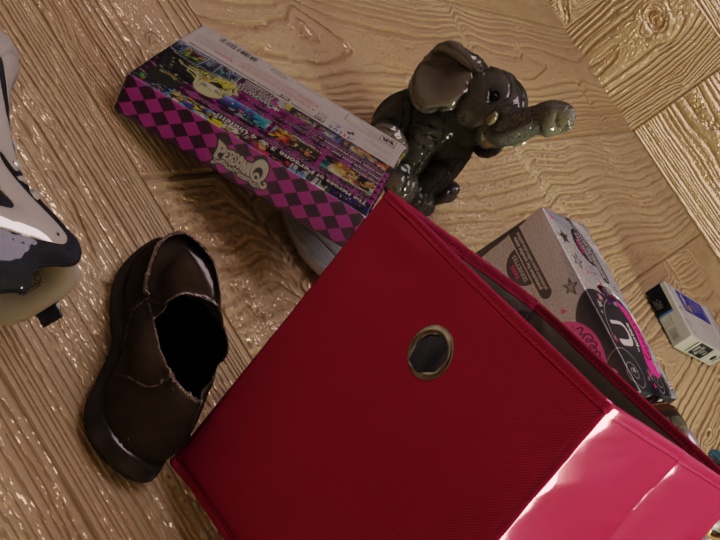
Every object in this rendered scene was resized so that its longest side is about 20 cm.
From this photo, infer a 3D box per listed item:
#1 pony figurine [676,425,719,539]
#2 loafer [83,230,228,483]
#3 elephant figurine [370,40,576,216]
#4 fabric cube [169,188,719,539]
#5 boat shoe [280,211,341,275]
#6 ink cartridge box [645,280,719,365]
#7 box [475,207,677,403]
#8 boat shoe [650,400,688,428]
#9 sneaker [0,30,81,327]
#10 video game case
[{"bbox_3d":[0.260,0.206,0.997,0.200,0.165,0.195,-131,-165,-85],"label":"pony figurine"},{"bbox_3d":[-0.103,0.039,0.791,0.073,0.071,0.201,44,24,-26],"label":"loafer"},{"bbox_3d":[0.109,-0.155,1.353,0.156,0.199,0.141,56,22,6],"label":"elephant figurine"},{"bbox_3d":[0.053,0.114,0.759,0.199,0.200,0.196,32,11,-50],"label":"fabric cube"},{"bbox_3d":[0.000,0.000,1.095,0.201,0.073,0.067,54,-12,14],"label":"boat shoe"},{"bbox_3d":[0.504,0.086,2.071,0.199,0.039,0.100,23,38,-52],"label":"ink cartridge box"},{"bbox_3d":[0.189,0.062,1.296,0.114,0.131,0.202,12,48,-58],"label":"box"},{"bbox_3d":[0.272,0.211,1.275,0.074,0.074,0.203,-96,-179,-65],"label":"boat shoe"},{"bbox_3d":[-0.194,-0.035,0.701,0.130,0.079,0.200,51,19,-22],"label":"sneaker"},{"bbox_3d":[-0.068,-0.108,1.034,0.198,0.036,0.182,31,24,-1],"label":"video game case"}]
